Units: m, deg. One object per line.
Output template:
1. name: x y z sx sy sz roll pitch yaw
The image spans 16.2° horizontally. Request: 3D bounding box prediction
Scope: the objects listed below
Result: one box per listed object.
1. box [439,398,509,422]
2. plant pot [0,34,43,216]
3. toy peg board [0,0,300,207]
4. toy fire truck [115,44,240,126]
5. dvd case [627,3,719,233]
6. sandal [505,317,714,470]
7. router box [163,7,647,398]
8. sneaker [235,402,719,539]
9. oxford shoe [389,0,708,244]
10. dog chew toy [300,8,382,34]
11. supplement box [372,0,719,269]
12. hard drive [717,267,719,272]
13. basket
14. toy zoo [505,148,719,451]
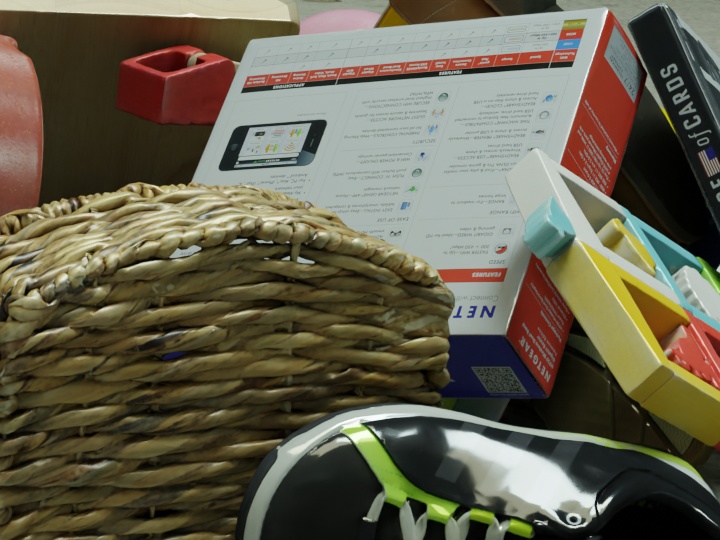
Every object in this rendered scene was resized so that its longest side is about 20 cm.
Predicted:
1. box: 0.000 0.000 1.204 0.199 0.122 0.048 9 -30 39
2. plant pot: -0.272 -0.055 1.259 0.194 0.202 0.201 7 10 -27
3. toy peg board: -0.151 -0.109 1.433 0.198 0.201 0.098 1 51 -13
4. toy fire truck: -0.038 -0.051 1.382 0.199 0.142 0.049 -6 16 -36
5. dvd case: 0.193 -0.034 1.210 0.025 0.151 0.200 -27 -20 16
6. sandal: 0.105 0.047 1.181 0.054 0.081 0.200 22 -4 -36
7. router box: 0.012 -0.029 1.149 0.199 0.180 0.049 -1 -36 32
8. sneaker: 0.055 0.093 0.937 0.199 0.072 0.083 -1 15 -20
9. oxford shoe: 0.091 -0.081 1.225 0.200 0.071 0.071 51 26 14
10. dog chew toy: 0.002 -0.078 1.538 0.124 0.125 0.200 7 -14 14
11. supplement box: 0.091 -0.052 1.316 0.200 0.110 0.109 40 25 15
12. hard drive: 0.173 -0.005 1.507 0.131 0.027 0.200 7 13 11
13. basket: -0.082 0.032 0.999 0.199 0.144 0.149 -3 15 -29
14. toy zoo: 0.130 0.023 1.048 0.200 0.020 0.132 29 25 -43
